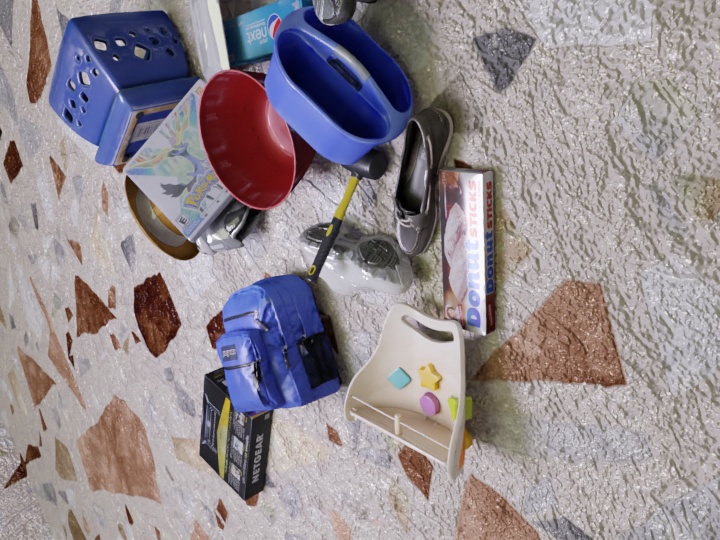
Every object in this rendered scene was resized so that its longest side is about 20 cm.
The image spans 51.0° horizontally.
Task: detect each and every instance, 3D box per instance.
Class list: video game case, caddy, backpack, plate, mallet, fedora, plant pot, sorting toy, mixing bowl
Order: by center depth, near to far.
[{"bbox_3d":[-0.026,-0.234,0.944,0.199,0.142,0.105,42,151,-5],"label":"caddy"},{"bbox_3d":[0.083,0.143,1.012,0.197,0.105,0.185,20,113,42],"label":"sorting toy"},{"bbox_3d":[-0.021,-0.076,1.034,0.065,0.041,0.205,15,85,38],"label":"mallet"},{"bbox_3d":[-0.134,-0.204,1.109,0.197,0.108,0.205,21,126,32],"label":"mixing bowl"},{"bbox_3d":[-0.239,-0.385,1.166,0.199,0.031,0.206,-156,56,-74],"label":"plate"},{"bbox_3d":[-0.138,0.114,1.194,0.160,0.166,0.205,-14,89,41],"label":"backpack"},{"bbox_3d":[-0.266,-0.180,1.229,0.182,0.022,0.201,42,92,16],"label":"video game case"},{"bbox_3d":[-0.401,-0.309,1.318,0.181,0.198,0.200,54,135,11],"label":"plant pot"},{"bbox_3d":[-0.320,-0.117,1.320,0.081,0.200,0.204,-29,80,20],"label":"fedora"}]

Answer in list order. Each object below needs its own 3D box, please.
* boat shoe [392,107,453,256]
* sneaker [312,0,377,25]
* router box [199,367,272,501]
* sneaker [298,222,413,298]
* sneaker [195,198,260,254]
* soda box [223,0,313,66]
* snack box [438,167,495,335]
[{"bbox_3d":[0.067,-0.109,0.972,0.066,0.056,0.204,32,125,36],"label":"boat shoe"},{"bbox_3d":[-0.005,-0.350,0.918,0.202,0.112,0.076,-115,30,-51],"label":"sneaker"},{"bbox_3d":[-0.244,0.314,1.458,0.156,0.052,0.204,32,125,36],"label":"router box"},{"bbox_3d":[0.000,0.000,1.084,0.198,0.078,0.101,24,139,38],"label":"sneaker"},{"bbox_3d":[-0.216,-0.131,1.269,0.113,0.075,0.206,-4,84,20],"label":"sneaker"},{"bbox_3d":[-0.118,-0.345,1.086,0.197,0.067,0.066,3,106,47],"label":"soda box"},{"bbox_3d":[0.135,-0.024,0.951,0.071,0.024,0.206,12,112,45],"label":"snack box"}]
